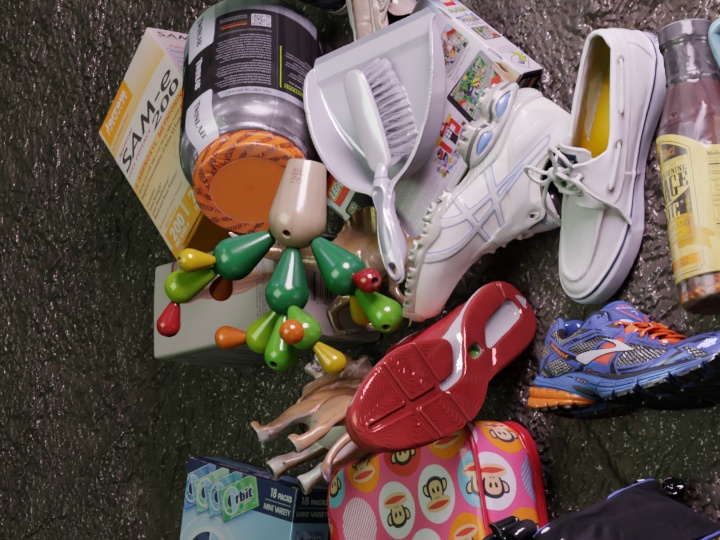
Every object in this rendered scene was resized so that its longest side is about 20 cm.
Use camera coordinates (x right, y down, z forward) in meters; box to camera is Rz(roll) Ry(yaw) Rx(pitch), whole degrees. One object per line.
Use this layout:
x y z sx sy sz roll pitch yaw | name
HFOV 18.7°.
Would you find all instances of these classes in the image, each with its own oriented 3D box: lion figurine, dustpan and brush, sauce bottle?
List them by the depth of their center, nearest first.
0.235 -0.072 1.497 0.066 0.066 0.200 -26 64 48 | sauce bottle
0.018 -0.088 1.697 0.140 0.057 0.200 -20 83 40 | dustpan and brush
-0.013 0.119 1.730 0.073 0.122 0.200 67 165 -17 | lion figurine

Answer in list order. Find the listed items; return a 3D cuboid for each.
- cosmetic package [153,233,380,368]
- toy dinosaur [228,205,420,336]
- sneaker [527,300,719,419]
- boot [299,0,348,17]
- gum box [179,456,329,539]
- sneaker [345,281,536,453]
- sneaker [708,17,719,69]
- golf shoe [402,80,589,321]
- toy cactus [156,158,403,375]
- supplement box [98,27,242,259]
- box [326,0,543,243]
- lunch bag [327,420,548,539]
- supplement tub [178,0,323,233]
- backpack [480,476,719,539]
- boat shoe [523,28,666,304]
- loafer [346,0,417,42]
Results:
-0.082 0.027 1.872 0.200 0.103 0.087 -14 73 50 | cosmetic package
0.000 0.000 1.747 0.200 0.058 0.101 -6 88 21 | toy dinosaur
0.189 0.058 1.535 0.200 0.075 0.078 -11 73 50 | sneaker
-0.050 -0.322 1.831 0.073 0.154 0.204 13 96 53 | boot
-0.099 0.274 1.907 0.170 0.045 0.200 8 93 53 | gum box
0.042 0.091 1.646 0.078 0.200 0.116 56 141 3 | sneaker
0.288 -0.097 1.415 0.200 0.082 0.074 54 127 41 | sneaker
0.100 -0.039 1.642 0.097 0.078 0.200 27 106 4 | golf shoe
-0.062 -0.005 1.700 0.200 0.102 0.165 5 81 30 | toy cactus
-0.154 -0.114 2.008 0.200 0.073 0.126 54 126 42 | supplement box
0.051 -0.109 1.736 0.110 0.035 0.200 42 121 21 | box
0.059 0.215 1.676 0.200 0.082 0.176 -27 65 48 | lunch bag
-0.090 -0.130 1.838 0.123 0.122 0.200 -54 24 34 | supplement tub
0.163 0.253 1.465 0.154 0.200 0.191 41 122 32 | backpack
0.162 -0.076 1.574 0.075 0.086 0.202 26 105 51 | boat shoe
0.028 -0.198 1.796 0.063 0.072 0.200 10 101 35 | loafer
